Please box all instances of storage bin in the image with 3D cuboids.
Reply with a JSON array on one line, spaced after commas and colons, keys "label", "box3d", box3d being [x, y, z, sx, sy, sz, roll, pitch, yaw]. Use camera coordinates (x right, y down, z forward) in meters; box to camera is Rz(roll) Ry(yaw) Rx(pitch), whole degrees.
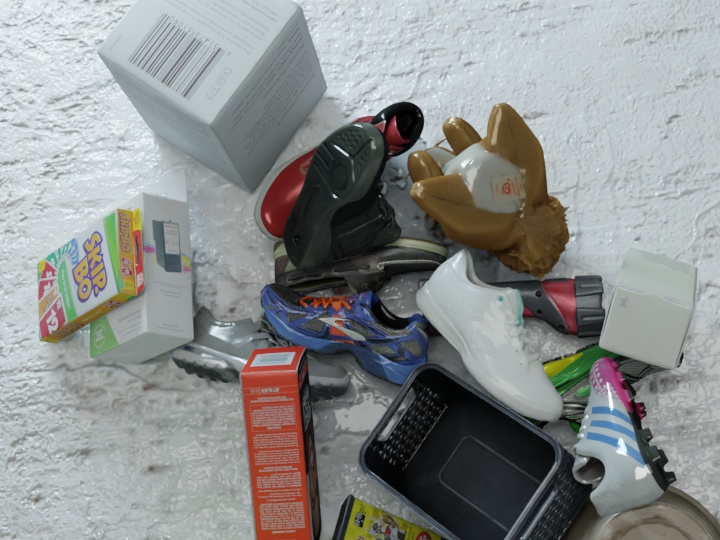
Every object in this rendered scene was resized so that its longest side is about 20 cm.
[{"label": "storage bin", "box3d": [0.113, 0.200, 1.252, 0.199, 0.094, 0.136, 31, 83, 39]}]

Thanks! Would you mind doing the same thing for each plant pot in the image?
[{"label": "plant pot", "box3d": [0.275, 0.293, 1.204, 0.198, 0.174, 0.202, -2, 73, 6]}]

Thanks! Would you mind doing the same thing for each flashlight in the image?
[{"label": "flashlight", "box3d": [0.164, 0.043, 1.357, 0.198, 0.068, 0.068, -5, 52, 9]}]

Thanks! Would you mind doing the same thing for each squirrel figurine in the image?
[{"label": "squirrel figurine", "box3d": [0.132, -0.069, 1.350, 0.200, 0.187, 0.142, 41, 79, -12]}]

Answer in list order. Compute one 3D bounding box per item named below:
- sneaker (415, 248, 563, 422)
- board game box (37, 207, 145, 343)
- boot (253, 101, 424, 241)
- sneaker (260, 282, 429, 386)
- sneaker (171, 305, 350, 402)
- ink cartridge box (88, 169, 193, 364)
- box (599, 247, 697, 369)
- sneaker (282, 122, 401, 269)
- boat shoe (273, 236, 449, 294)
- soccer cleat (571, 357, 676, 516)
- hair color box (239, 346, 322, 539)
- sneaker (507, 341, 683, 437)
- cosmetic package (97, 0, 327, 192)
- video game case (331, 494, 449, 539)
[{"label": "sneaker", "box3d": [0.143, 0.063, 1.269, 0.200, 0.075, 0.089, 47, 111, 21]}, {"label": "board game box", "box3d": [-0.297, 0.006, 1.373, 0.199, 0.030, 0.096, -25, 64, 41]}, {"label": "boot", "box3d": [-0.021, -0.112, 1.359, 0.200, 0.144, 0.073, -44, 105, -24]}, {"label": "sneaker", "box3d": [-0.013, 0.051, 1.353, 0.198, 0.075, 0.079, 20, 113, 3]}, {"label": "sneaker", "box3d": [-0.104, 0.087, 1.365, 0.198, 0.075, 0.083, 14, 70, 8]}, {"label": "ink cartridge box", "box3d": [-0.246, -0.009, 1.387, 0.117, 0.067, 0.202, -23, 64, 43]}, {"label": "box", "box3d": [0.295, 0.034, 1.268, 0.082, 0.200, 0.069, 17, 105, 14]}, {"label": "sneaker", "box3d": [0.001, -0.081, 1.290, 0.113, 0.200, 0.077, -11, 56, -32]}, {"label": "boat shoe", "box3d": [-0.001, 0.000, 1.387, 0.199, 0.072, 0.067, 0, 78, 12]}, {"label": "soccer cleat", "box3d": [0.232, 0.154, 1.193, 0.086, 0.200, 0.070, -29, 115, 12]}, {"label": "hair color box", "box3d": [-0.079, 0.188, 1.275, 0.061, 0.102, 0.202, -3, 101, 4]}, {"label": "sneaker", "box3d": [0.246, 0.124, 1.321, 0.199, 0.078, 0.086, -21, 78, 9]}, {"label": "cosmetic package", "box3d": [-0.158, -0.223, 1.405, 0.164, 0.200, 0.166, 33, 80, 15]}, {"label": "video game case", "box3d": [0.044, 0.335, 1.213, 0.180, 0.026, 0.201, 26, 42, -7]}]
